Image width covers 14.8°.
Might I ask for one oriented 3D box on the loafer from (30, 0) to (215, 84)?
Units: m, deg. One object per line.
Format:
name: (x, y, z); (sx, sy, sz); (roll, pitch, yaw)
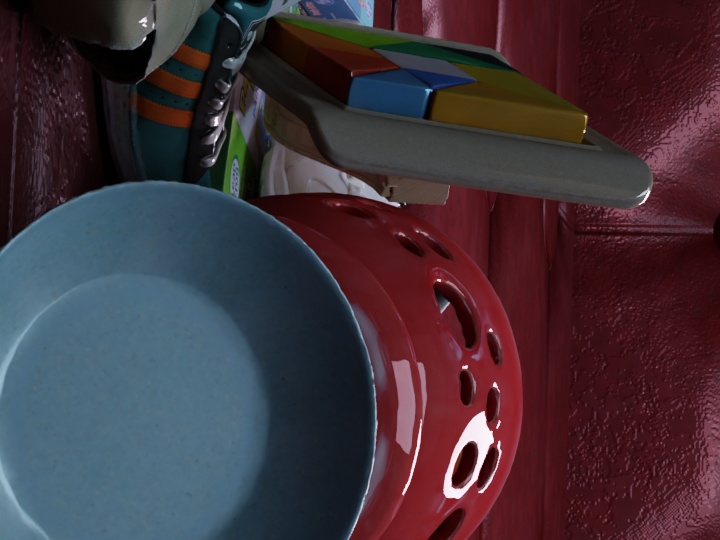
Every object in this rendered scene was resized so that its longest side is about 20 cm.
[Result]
loafer: (-0.112, -0.134, 1.203); (0.200, 0.075, 0.069); (48, 61, -67)

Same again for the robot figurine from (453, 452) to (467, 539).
robot figurine: (-0.021, 0.156, 1.483); (0.117, 0.200, 0.144); (45, 0, -19)

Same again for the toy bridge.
toy bridge: (-0.014, -0.078, 1.447); (0.200, 0.067, 0.027); (-130, -134, -63)

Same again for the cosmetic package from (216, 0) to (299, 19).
cosmetic package: (-0.030, -0.190, 1.455); (0.200, 0.050, 0.083); (-38, 149, -58)

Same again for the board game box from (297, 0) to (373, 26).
board game box: (-0.023, -0.261, 1.744); (0.151, 0.047, 0.201); (44, 47, -75)

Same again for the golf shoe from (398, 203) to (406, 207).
golf shoe: (-0.022, -0.028, 1.708); (0.094, 0.077, 0.201); (10, -91, 65)

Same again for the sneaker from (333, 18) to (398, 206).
sneaker: (-0.014, -0.055, 1.570); (0.080, 0.070, 0.201); (64, 22, -51)

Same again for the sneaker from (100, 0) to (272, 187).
sneaker: (-0.082, -0.106, 1.351); (0.071, 0.080, 0.201); (-73, 162, -57)

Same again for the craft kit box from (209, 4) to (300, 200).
craft kit box: (-0.067, -0.072, 1.548); (0.198, 0.048, 0.201); (64, 28, -62)

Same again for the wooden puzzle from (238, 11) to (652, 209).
wooden puzzle: (0.032, -0.091, 1.404); (0.200, 0.184, 0.037); (-131, -127, -60)

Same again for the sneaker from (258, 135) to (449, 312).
sneaker: (0.000, 0.000, 1.474); (0.078, 0.099, 0.201); (84, -4, -57)

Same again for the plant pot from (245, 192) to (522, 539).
plant pot: (-0.041, 0.062, 1.308); (0.182, 0.200, 0.201); (-1, 92, -70)

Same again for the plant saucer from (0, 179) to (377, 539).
plant saucer: (-0.090, 0.063, 1.164); (0.039, 0.200, 0.202); (0, -92, 64)
